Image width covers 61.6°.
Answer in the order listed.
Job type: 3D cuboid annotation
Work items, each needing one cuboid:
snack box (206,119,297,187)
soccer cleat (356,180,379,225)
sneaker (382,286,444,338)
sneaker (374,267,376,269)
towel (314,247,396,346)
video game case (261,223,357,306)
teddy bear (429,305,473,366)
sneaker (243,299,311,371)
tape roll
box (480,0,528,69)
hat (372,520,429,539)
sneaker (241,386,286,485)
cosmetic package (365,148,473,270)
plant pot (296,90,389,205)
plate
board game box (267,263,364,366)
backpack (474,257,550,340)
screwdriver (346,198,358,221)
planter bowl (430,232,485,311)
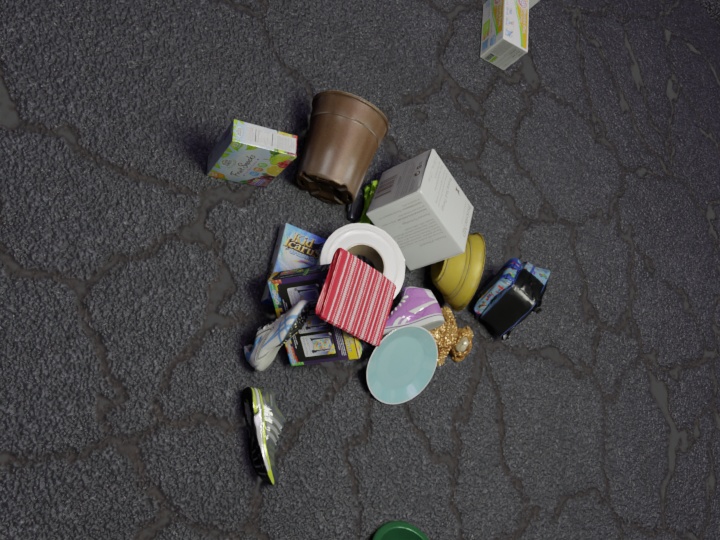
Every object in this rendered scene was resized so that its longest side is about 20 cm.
[{"bbox_3d":[-0.235,-0.244,1.291,0.139,0.199,0.054,10,73,-27],"label":"snack box"},{"bbox_3d":[0.034,-0.128,1.500,0.080,0.067,0.205,26,65,-29],"label":"soccer cleat"},{"bbox_3d":[0.094,0.105,1.466,0.196,0.073,0.117,-15,66,-10],"label":"sneaker"},{"bbox_3d":[0.036,0.019,1.457,0.083,0.079,0.203,10,52,11],"label":"sneaker"},{"bbox_3d":[-0.005,0.058,1.237,0.199,0.022,0.148,33,70,-44],"label":"towel"},{"bbox_3d":[-0.112,0.014,1.391,0.196,0.045,0.186,21,67,-24],"label":"video game case"},{"bbox_3d":[0.205,0.162,1.525,0.200,0.066,0.146,43,63,-13],"label":"teddy bear"},{"bbox_3d":[-0.176,0.126,1.250,0.073,0.200,0.072,46,24,8],"label":"sneaker"},{"bbox_3d":[0.000,0.000,1.360,0.197,0.071,0.208,4,71,-11],"label":"tape roll"},{"bbox_3d":[0.444,-0.749,1.860,0.099,0.112,0.205,16,69,-26],"label":"box"},{"bbox_3d":[0.080,0.701,1.351,0.162,0.179,0.202,1,39,-27],"label":"hat"},{"bbox_3d":[-0.188,0.338,1.254,0.079,0.073,0.206,-5,82,-33],"label":"sneaker"},{"bbox_3d":[0.148,-0.145,1.466,0.201,0.164,0.170,48,42,-28],"label":"cosmetic package"},{"bbox_3d":[-0.052,-0.277,1.419,0.197,0.199,0.203,24,74,-22],"label":"plant pot"},{"bbox_3d":[0.096,0.221,1.434,0.196,0.026,0.205,-10,113,-24],"label":"plate"},{"bbox_3d":[-0.093,0.094,1.283,0.057,0.161,0.205,-60,140,-67],"label":"board game box"},{"bbox_3d":[0.412,0.053,1.612,0.134,0.183,0.200,39,46,4],"label":"backpack"},{"bbox_3d":[-0.009,-0.220,1.513,0.027,0.029,0.205,17,75,-25],"label":"screwdriver"},{"bbox_3d":[0.229,-0.008,1.514,0.082,0.200,0.205,16,70,-12],"label":"planter bowl"}]
